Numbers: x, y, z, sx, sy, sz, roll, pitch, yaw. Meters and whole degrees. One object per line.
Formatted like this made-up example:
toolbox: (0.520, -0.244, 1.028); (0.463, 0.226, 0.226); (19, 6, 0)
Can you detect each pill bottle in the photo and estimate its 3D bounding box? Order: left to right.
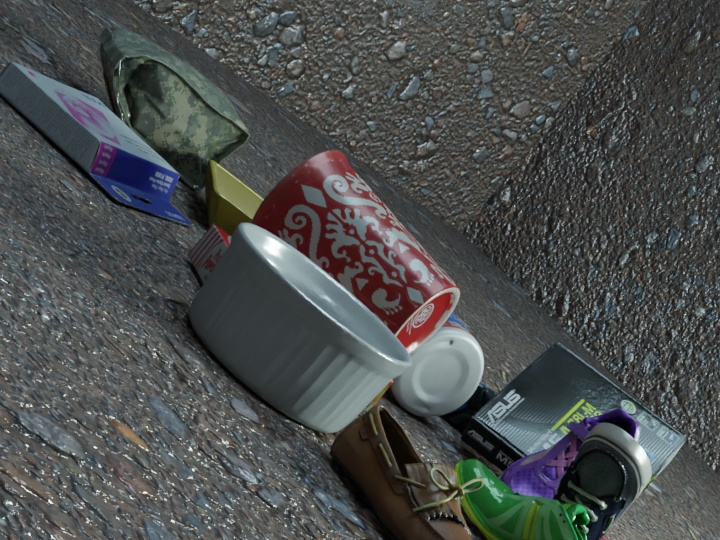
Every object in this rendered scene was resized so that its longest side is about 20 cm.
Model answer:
pill bottle: (0.052, 0.072, 1.942); (0.112, 0.112, 0.200); (34, 9, -34)

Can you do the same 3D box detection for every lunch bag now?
lunch bag: (-0.254, -0.217, 2.158); (0.200, 0.118, 0.164); (41, 7, -24)

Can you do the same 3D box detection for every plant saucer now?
plant saucer: (-0.115, -0.040, 2.048); (0.200, 0.048, 0.200); (38, 8, -14)

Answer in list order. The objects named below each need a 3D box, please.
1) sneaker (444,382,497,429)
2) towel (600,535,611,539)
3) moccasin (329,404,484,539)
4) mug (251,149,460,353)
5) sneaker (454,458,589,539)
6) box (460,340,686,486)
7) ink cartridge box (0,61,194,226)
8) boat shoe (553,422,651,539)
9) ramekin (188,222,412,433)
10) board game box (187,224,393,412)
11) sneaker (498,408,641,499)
sneaker: (0.179, 0.189, 2.017); (0.200, 0.073, 0.082); (41, 6, 10)
towel: (0.274, 0.325, 1.872); (0.144, 0.023, 0.200); (36, 6, -14)
moccasin: (0.053, 0.183, 1.395); (0.074, 0.078, 0.201); (33, 9, -38)
mug: (0.007, -0.009, 1.787); (0.200, 0.133, 0.177); (45, 10, 20)
sneaker: (0.172, 0.243, 1.607); (0.200, 0.084, 0.074); (41, 8, 21)
box: (0.245, 0.191, 1.938); (0.193, 0.048, 0.200); (40, 43, 15)
ink cartridge box: (-0.277, -0.136, 1.848); (0.200, 0.043, 0.196); (40, 7, 18)
boat shoe: (0.218, 0.226, 1.639); (0.075, 0.093, 0.200); (35, -25, 19)
ramekin: (-0.060, 0.056, 1.534); (0.200, 0.098, 0.200); (39, 7, -6)
board game box: (-0.072, 0.048, 1.721); (0.200, 0.046, 0.152); (36, 8, -27)
sneaker: (0.227, 0.202, 1.819); (0.200, 0.089, 0.081); (-22, 60, -36)
